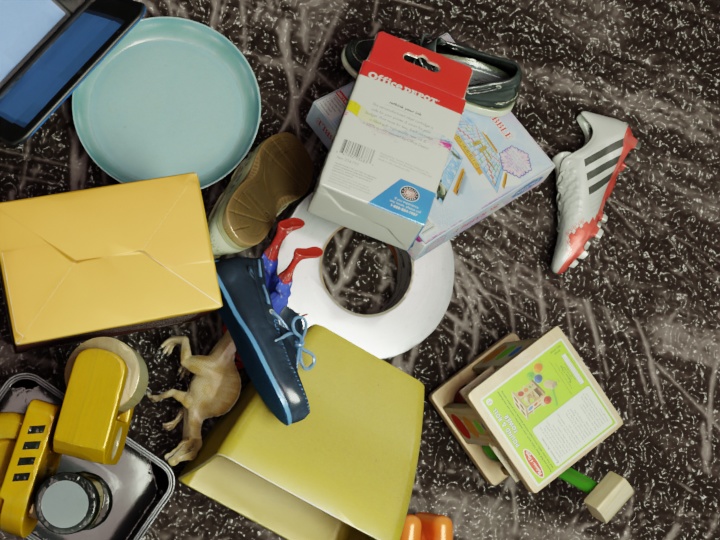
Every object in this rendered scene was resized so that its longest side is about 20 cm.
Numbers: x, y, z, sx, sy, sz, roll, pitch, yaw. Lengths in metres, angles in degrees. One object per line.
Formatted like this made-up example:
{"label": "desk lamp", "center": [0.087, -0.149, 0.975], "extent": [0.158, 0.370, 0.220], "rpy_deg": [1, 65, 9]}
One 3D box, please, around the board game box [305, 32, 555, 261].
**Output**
{"label": "board game box", "center": [0.077, -0.138, 1.521], "extent": [0.199, 0.041, 0.200], "rpy_deg": [-30, 77, -28]}

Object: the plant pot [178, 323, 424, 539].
{"label": "plant pot", "center": [-0.045, 0.172, 1.441], "extent": [0.200, 0.200, 0.177], "rpy_deg": [29, 67, -9]}

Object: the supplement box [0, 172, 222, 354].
{"label": "supplement box", "center": [-0.258, -0.003, 1.391], "extent": [0.197, 0.200, 0.133], "rpy_deg": [-10, 87, -14]}

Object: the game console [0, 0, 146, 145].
{"label": "game console", "center": [-0.349, -0.245, 1.436], "extent": [0.171, 0.118, 0.200], "rpy_deg": [42, 76, -7]}

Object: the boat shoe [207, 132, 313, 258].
{"label": "boat shoe", "center": [-0.112, -0.082, 1.473], "extent": [0.073, 0.063, 0.200], "rpy_deg": [54, 36, -12]}

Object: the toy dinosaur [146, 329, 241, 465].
{"label": "toy dinosaur", "center": [-0.159, 0.106, 1.450], "extent": [0.058, 0.101, 0.201], "rpy_deg": [32, 79, -53]}

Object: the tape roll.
{"label": "tape roll", "center": [0.000, 0.000, 1.524], "extent": [0.200, 0.066, 0.201], "rpy_deg": [1, 85, -14]}

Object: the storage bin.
{"label": "storage bin", "center": [-0.303, 0.207, 1.417], "extent": [0.200, 0.094, 0.135], "rpy_deg": [36, 78, -7]}

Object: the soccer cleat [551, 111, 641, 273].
{"label": "soccer cleat", "center": [0.248, -0.091, 1.597], "extent": [0.085, 0.069, 0.200], "rpy_deg": [27, 76, -1]}

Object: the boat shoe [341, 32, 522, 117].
{"label": "boat shoe", "center": [0.081, -0.221, 1.501], "extent": [0.199, 0.066, 0.075], "rpy_deg": [18, 59, -8]}

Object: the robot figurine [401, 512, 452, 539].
{"label": "robot figurine", "center": [0.053, 0.358, 1.478], "extent": [0.116, 0.144, 0.201], "rpy_deg": [0, 83, 25]}

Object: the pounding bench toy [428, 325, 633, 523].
{"label": "pounding bench toy", "center": [0.192, 0.179, 1.507], "extent": [0.124, 0.156, 0.200], "rpy_deg": [-36, 94, -15]}

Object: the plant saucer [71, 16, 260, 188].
{"label": "plant saucer", "center": [-0.207, -0.174, 1.496], "extent": [0.199, 0.027, 0.201], "rpy_deg": [2, 76, -7]}

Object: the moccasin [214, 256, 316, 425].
{"label": "moccasin", "center": [-0.085, 0.055, 1.340], "extent": [0.068, 0.081, 0.200], "rpy_deg": [-17, 57, -17]}

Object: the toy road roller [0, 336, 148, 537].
{"label": "toy road roller", "center": [-0.295, 0.152, 1.318], "extent": [0.146, 0.123, 0.201], "rpy_deg": [16, 82, 0]}

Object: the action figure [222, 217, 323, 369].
{"label": "action figure", "center": [-0.096, 0.036, 1.450], "extent": [0.052, 0.200, 0.065], "rpy_deg": [-10, 53, -43]}

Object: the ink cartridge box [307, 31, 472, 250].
{"label": "ink cartridge box", "center": [0.033, -0.135, 1.440], "extent": [0.116, 0.067, 0.200], "rpy_deg": [22, 63, -4]}
